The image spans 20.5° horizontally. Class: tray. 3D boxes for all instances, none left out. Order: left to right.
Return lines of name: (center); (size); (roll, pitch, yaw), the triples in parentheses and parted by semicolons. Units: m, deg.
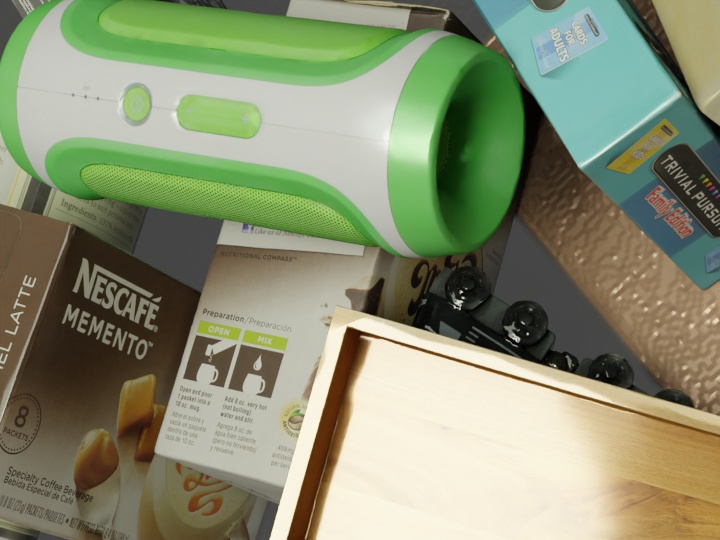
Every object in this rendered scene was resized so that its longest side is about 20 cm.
tray: (0.074, 0.088, 0.720); (0.198, 0.037, 0.099); (16, 87, 11)

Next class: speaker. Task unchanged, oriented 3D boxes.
speaker: (-0.041, -0.058, 0.758); (0.199, 0.088, 0.089); (11, 78, 31)

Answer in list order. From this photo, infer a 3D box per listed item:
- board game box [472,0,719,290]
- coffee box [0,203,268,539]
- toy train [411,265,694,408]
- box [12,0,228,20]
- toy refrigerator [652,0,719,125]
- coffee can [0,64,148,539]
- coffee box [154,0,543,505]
board game box: (0.085, -0.103, 0.804); (0.047, 0.151, 0.201); (-36, 61, 12)
coffee box: (-0.111, 0.054, 0.825); (0.079, 0.200, 0.115); (13, 79, 30)
toy train: (0.105, 0.065, 0.774); (0.199, 0.034, 0.046); (32, 75, 14)
box: (-0.129, -0.154, 0.931); (0.050, 0.158, 0.201); (-40, 59, 10)
toy refrigerator: (0.148, -0.127, 0.782); (0.070, 0.076, 0.201); (-41, 39, 26)
coffee can: (-0.187, 0.016, 0.910); (0.145, 0.146, 0.202); (13, 79, 30)
coffee box: (0.000, 0.000, 0.837); (0.079, 0.113, 0.202); (10, 79, 30)
